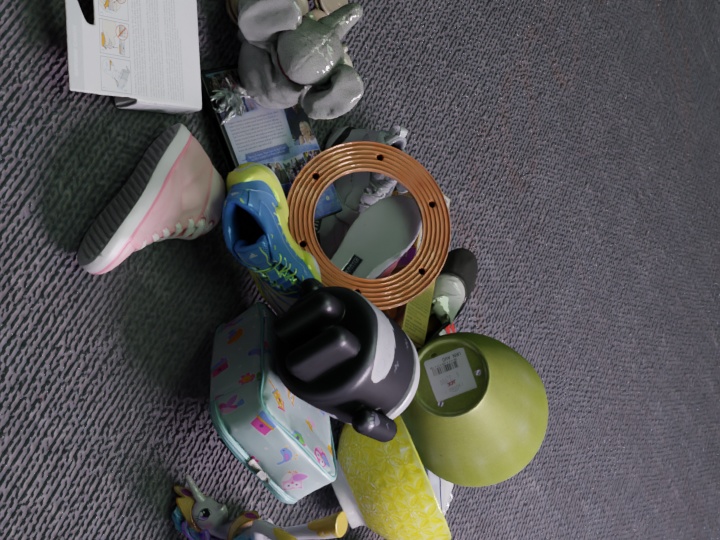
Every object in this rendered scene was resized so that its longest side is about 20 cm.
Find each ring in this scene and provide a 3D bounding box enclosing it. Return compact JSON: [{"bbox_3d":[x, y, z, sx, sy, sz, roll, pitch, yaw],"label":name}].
[{"bbox_3d":[0.008,-0.052,1.276,0.198,0.019,0.203,3,74,-12],"label":"ring"}]

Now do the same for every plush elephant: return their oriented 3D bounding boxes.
[{"bbox_3d":[-0.064,-0.244,1.212,0.165,0.154,0.201,53,52,-23],"label":"plush elephant"}]

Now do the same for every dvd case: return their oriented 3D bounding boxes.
[{"bbox_3d":[-0.105,-0.145,1.279,0.142,0.017,0.202,-23,93,-47],"label":"dvd case"}]

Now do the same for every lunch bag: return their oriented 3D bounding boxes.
[{"bbox_3d":[-0.092,0.146,1.184,0.161,0.077,0.201,55,15,-31],"label":"lunch bag"}]

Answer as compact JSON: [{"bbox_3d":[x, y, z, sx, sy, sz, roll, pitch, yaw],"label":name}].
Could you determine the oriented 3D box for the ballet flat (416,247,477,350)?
[{"bbox_3d":[0.086,0.061,1.400,0.068,0.068,0.201,37,95,-12],"label":"ballet flat"}]

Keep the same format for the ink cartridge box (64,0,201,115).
[{"bbox_3d":[-0.243,-0.269,1.136,0.173,0.043,0.202,-1,87,-50],"label":"ink cartridge box"}]

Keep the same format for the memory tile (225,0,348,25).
[{"bbox_3d":[-0.102,-0.334,1.313,0.200,0.017,0.154,40,56,-32],"label":"memory tile"}]

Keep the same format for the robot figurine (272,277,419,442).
[{"bbox_3d":[-0.016,0.092,1.150,0.200,0.124,0.152,40,60,-59],"label":"robot figurine"}]

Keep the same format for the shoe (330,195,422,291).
[{"bbox_3d":[0.000,0.000,1.324,0.200,0.071,0.091,-50,168,-20],"label":"shoe"}]

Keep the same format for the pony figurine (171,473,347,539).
[{"bbox_3d":[-0.103,0.310,1.158,0.167,0.198,0.195,-44,134,-48],"label":"pony figurine"}]

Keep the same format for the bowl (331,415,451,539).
[{"bbox_3d":[0.021,0.252,1.333,0.107,0.200,0.202,-23,109,-4],"label":"bowl"}]

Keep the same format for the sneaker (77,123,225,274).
[{"bbox_3d":[-0.203,-0.051,1.136,0.105,0.075,0.201,50,47,-28],"label":"sneaker"}]

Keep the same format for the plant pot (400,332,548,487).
[{"bbox_3d":[0.120,0.148,1.307,0.200,0.185,0.189,51,45,-66],"label":"plant pot"}]

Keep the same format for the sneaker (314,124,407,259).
[{"bbox_3d":[0.005,-0.088,1.359,0.075,0.114,0.202,22,70,-46],"label":"sneaker"}]

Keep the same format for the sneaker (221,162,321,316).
[{"bbox_3d":[-0.102,-0.010,1.178,0.105,0.075,0.201,-64,134,-62],"label":"sneaker"}]

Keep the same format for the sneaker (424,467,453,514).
[{"bbox_3d":[0.093,0.304,1.458,0.070,0.073,0.202,20,71,-44],"label":"sneaker"}]

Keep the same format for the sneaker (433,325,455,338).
[{"bbox_3d":[0.080,0.047,1.487,0.085,0.076,0.202,-57,131,-62],"label":"sneaker"}]

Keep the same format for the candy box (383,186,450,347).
[{"bbox_3d":[0.037,-0.006,1.389,0.056,0.116,0.202,33,61,-45],"label":"candy box"}]
